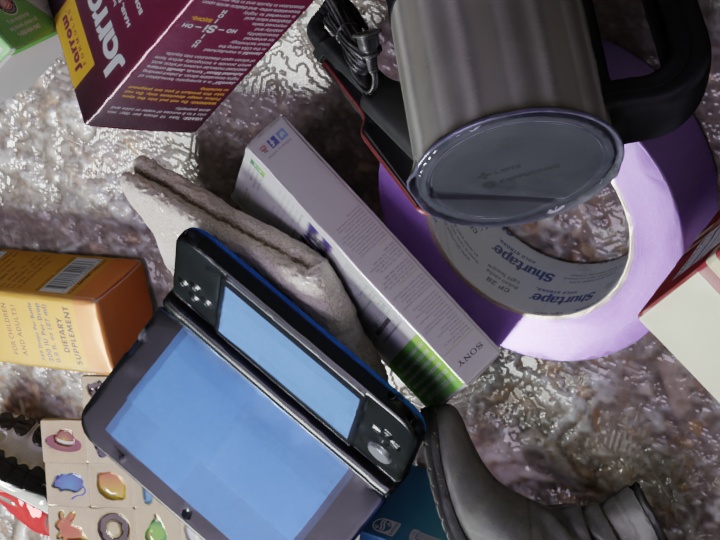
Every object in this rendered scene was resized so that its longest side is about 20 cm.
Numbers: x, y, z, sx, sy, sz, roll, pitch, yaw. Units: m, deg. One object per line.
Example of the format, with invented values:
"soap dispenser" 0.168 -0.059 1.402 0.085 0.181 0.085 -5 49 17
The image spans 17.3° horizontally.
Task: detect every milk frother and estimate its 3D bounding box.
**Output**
"milk frother" 0.086 -0.159 1.267 0.180 0.189 0.200 -17 150 12

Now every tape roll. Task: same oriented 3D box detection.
"tape roll" 0.113 -0.046 1.444 0.199 0.066 0.201 16 128 22

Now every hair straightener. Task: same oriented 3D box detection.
"hair straightener" 0.011 -0.121 1.400 0.200 0.041 0.077 -119 21 -43

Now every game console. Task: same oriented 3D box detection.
"game console" -0.074 0.097 1.519 0.200 0.118 0.171 39 161 9

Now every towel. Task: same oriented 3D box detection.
"towel" -0.072 0.006 1.549 0.200 0.034 0.133 28 157 39

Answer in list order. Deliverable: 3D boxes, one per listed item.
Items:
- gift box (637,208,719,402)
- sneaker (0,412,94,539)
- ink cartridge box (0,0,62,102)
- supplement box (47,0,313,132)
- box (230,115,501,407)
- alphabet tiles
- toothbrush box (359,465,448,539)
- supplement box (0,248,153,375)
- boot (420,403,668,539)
"gift box" 0.296 0.013 1.294 0.187 0.185 0.200 46 138 -2
"sneaker" -0.213 0.182 1.808 0.200 0.077 0.085 38 153 4
"ink cartridge box" -0.282 -0.199 1.506 0.200 0.146 0.084 46 113 -1
"supplement box" -0.100 -0.183 1.434 0.200 0.085 0.111 -43 57 42
"box" 0.000 0.000 1.501 0.200 0.036 0.144 48 168 3
"alphabet tiles" -0.149 0.173 1.732 0.166 0.006 0.201 0 104 10
"toothbrush box" 0.101 0.240 1.633 0.199 0.085 0.147 18 129 21
"supplement box" -0.247 0.027 1.711 0.199 0.069 0.067 5 121 31
"boot" 0.123 0.160 1.511 0.130 0.068 0.201 -21 96 4
